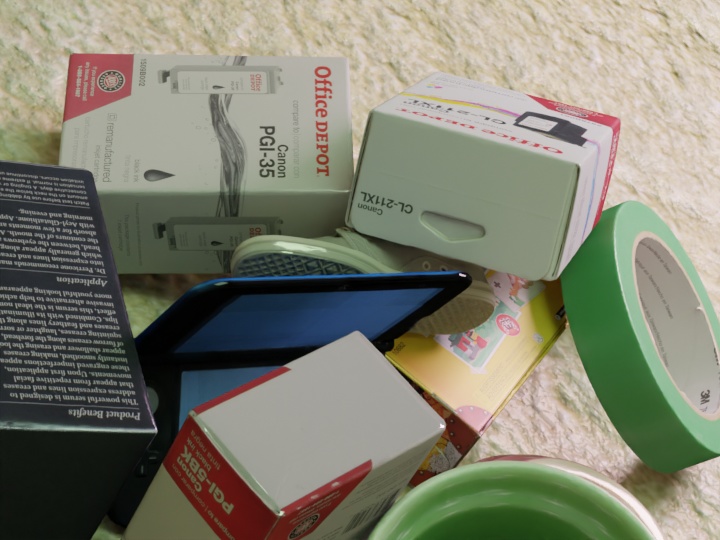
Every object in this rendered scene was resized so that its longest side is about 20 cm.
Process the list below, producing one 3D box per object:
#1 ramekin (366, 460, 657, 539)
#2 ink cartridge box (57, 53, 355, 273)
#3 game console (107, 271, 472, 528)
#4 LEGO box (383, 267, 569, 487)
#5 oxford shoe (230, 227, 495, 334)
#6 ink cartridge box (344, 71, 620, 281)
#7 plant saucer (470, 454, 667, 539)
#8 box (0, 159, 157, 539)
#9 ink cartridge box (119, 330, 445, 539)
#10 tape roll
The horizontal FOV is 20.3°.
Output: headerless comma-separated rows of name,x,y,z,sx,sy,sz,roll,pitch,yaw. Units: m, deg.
ramekin,0.086,0.223,1.187,0.200,0.098,0.200,4,61,-6
ink cartridge box,-0.103,-0.075,1.383,0.200,0.083,0.147,0,46,-3
game console,-0.044,0.079,1.236,0.200,0.171,0.118,-2,9,-33
LEGO box,0.052,0.042,1.429,0.149,0.077,0.200,39,41,6
oxford shoe,0.000,0.000,1.320,0.200,0.075,0.058,8,54,-33
ink cartridge box,0.089,-0.068,1.363,0.146,0.083,0.200,16,16,10
plant saucer,0.141,0.202,1.357,0.200,0.051,0.201,19,44,-19
box,-0.212,0.056,1.186,0.107,0.148,0.200,5,49,-30
ink cartridge box,-0.060,0.146,1.162,0.083,0.200,0.147,47,41,19
tape roll,0.216,0.049,1.485,0.200,0.048,0.201,45,32,-39
